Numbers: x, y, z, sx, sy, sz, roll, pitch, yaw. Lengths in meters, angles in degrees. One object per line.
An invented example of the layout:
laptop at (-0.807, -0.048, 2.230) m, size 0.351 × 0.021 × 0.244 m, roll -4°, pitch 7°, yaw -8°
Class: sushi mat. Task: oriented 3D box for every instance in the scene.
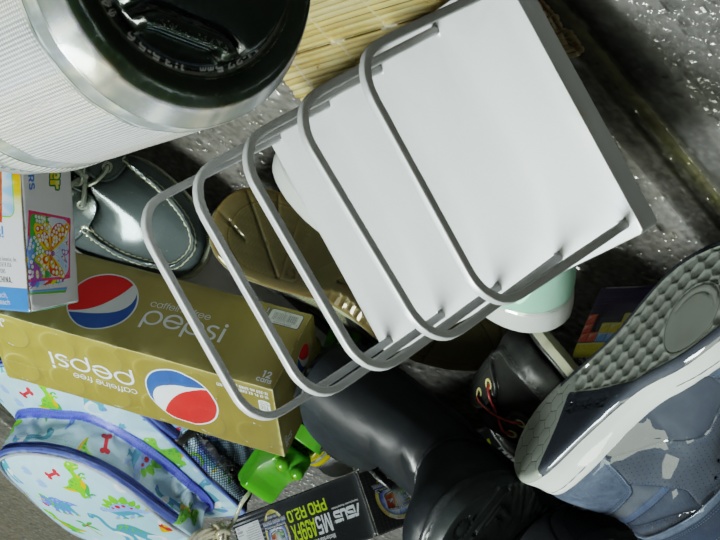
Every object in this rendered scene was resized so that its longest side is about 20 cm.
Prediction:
sushi mat at (0.015, -0.126, 0.933) m, size 0.199 × 0.012 × 0.096 m, roll -8°, pitch 134°, yaw 47°

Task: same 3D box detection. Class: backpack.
backpack at (-0.182, 0.110, 1.357) m, size 0.182 × 0.148 × 0.200 m, roll -3°, pitch 137°, yaw 40°

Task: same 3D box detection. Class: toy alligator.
toy alligator at (-0.042, 0.107, 1.167) m, size 0.059 × 0.201 × 0.054 m, roll 36°, pitch 170°, yaw -27°

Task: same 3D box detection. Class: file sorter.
file sorter at (0.010, -0.028, 0.878) m, size 0.199 × 0.124 × 0.140 m, roll -29°, pitch 92°, yaw 48°

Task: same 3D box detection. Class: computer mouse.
computer mouse at (0.111, 0.186, 1.044) m, size 0.046 × 0.141 × 0.199 m, roll 33°, pitch -163°, yaw 21°

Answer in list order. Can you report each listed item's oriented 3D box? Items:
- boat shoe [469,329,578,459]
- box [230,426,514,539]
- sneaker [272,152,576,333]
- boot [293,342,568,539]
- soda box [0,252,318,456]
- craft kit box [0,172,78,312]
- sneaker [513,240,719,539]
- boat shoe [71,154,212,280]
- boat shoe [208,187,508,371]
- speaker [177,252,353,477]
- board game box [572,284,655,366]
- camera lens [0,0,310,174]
boat shoe at (0.101, 0.076, 1.065) m, size 0.074 × 0.063 × 0.201 m, roll 54°, pitch 177°, yaw 13°
box at (0.023, 0.153, 1.244) m, size 0.200 × 0.159 × 0.045 m, roll -30°, pitch 77°, yaw 57°
sneaker at (0.037, -0.062, 0.978) m, size 0.199 × 0.074 × 0.119 m, roll 28°, pitch 132°, yaw 29°
boot at (0.024, 0.108, 1.043) m, size 0.167 × 0.077 × 0.200 m, roll 34°, pitch -173°, yaw 23°
soda box at (-0.127, 0.047, 1.128) m, size 0.198 × 0.064 × 0.068 m, roll 15°, pitch 141°, yaw 18°
craft kit box at (-0.254, -0.081, 1.085) m, size 0.198 × 0.048 × 0.200 m, roll 4°, pitch 103°, yaw 38°
sneaker at (0.194, 0.074, 0.932) m, size 0.145 × 0.077 × 0.202 m, roll 30°, pitch 132°, yaw -15°
boat shoe at (-0.182, -0.057, 1.131) m, size 0.199 × 0.073 × 0.062 m, roll 35°, pitch -176°, yaw 6°
boat shoe at (-0.001, 0.001, 1.107) m, size 0.199 × 0.072 × 0.066 m, roll 22°, pitch -177°, yaw -15°
speaker at (-0.064, 0.052, 1.225) m, size 0.200 × 0.082 × 0.081 m, roll 43°, pitch 149°, yaw -25°
board game box at (0.243, 0.077, 1.021) m, size 0.199 × 0.057 × 0.166 m, roll -2°, pitch 137°, yaw 44°
camera lens at (-0.133, -0.135, 0.891) m, size 0.160 × 0.161 × 0.199 m, roll 43°, pitch 148°, yaw -27°
